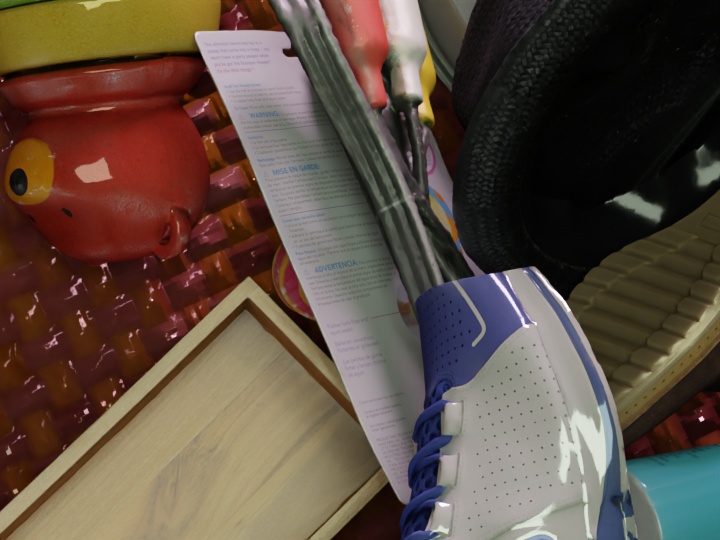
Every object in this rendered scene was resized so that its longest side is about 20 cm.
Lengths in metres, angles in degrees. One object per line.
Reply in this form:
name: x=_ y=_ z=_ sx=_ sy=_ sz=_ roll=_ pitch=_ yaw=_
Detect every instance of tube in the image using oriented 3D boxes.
tube: x=0.177 y=0.082 z=0.871 sx=0.200 sy=0.077 sz=0.050 roll=-9 pitch=65 yaw=-30

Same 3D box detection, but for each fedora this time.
fedora: x=0.103 y=-0.087 z=0.871 sx=0.201 sy=0.201 sz=0.092 roll=-32 pitch=50 yaw=-8

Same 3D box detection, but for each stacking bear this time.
stacking bear: x=-0.107 y=-0.101 z=0.902 sx=0.114 sy=0.121 sz=0.200 roll=-9 pitch=94 yaw=-46

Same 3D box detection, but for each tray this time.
tray: x=-0.083 y=0.108 z=0.905 sx=0.200 sy=0.037 sz=0.099 roll=-44 pitch=86 yaw=-10

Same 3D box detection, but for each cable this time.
cable: x=0.020 y=-0.044 z=0.869 sx=0.050 sy=0.097 sz=0.200 roll=-28 pitch=67 yaw=14

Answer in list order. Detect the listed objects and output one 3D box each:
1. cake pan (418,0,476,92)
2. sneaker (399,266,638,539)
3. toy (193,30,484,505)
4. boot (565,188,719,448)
cake pan: x=0.114 y=-0.142 z=0.958 sx=0.200 sy=0.037 sz=0.200 roll=1 pitch=81 yaw=-4
sneaker: x=0.033 y=0.100 z=0.769 sx=0.115 sy=0.081 sz=0.199 roll=-10 pitch=72 yaw=-14
toy: x=0.000 y=0.000 z=0.906 sx=0.047 sy=0.115 sz=0.200 roll=-37 pitch=73 yaw=35
boot: x=0.170 y=0.038 z=0.887 sx=0.200 sy=0.072 sz=0.166 roll=-45 pitch=125 yaw=-5
